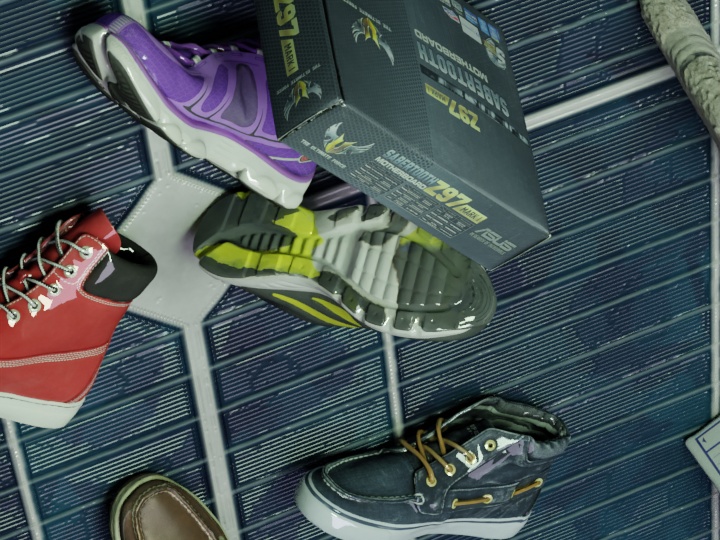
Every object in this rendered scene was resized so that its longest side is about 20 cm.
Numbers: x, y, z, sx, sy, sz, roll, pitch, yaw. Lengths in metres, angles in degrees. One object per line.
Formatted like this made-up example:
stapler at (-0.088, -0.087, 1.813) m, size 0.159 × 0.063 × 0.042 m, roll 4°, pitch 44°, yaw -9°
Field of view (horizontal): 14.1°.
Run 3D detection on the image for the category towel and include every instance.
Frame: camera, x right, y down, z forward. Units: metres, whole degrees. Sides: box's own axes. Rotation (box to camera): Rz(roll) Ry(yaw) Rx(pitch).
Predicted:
towel at (0.241, -0.083, 1.827) m, size 0.034 × 0.133 × 0.200 m, roll -32°, pitch 139°, yaw 6°

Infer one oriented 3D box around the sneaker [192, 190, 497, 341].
sneaker at (0.000, 0.000, 1.747) m, size 0.085 × 0.200 × 0.075 m, roll 38°, pitch 71°, yaw -59°

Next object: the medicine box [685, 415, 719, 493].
medicine box at (0.364, 0.154, 2.069) m, size 0.182 × 0.200 × 0.103 m, roll -37°, pitch 138°, yaw 5°

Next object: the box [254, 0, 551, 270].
box at (0.021, -0.107, 1.651) m, size 0.051 × 0.158 × 0.200 m, roll -30°, pitch 141°, yaw 28°

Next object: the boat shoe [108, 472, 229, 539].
boat shoe at (-0.093, 0.220, 1.909) m, size 0.075 × 0.075 × 0.203 m, roll -39°, pitch 118°, yaw -20°

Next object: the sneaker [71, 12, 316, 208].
sneaker at (-0.087, -0.108, 1.669) m, size 0.200 × 0.081 × 0.084 m, roll 28°, pitch 95°, yaw -52°

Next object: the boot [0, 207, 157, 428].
boot at (-0.216, 0.015, 1.696) m, size 0.200 × 0.072 × 0.144 m, roll 7°, pitch 125°, yaw -45°

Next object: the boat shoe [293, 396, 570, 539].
boat shoe at (0.049, 0.129, 1.963) m, size 0.200 × 0.071 × 0.091 m, roll 2°, pitch 127°, yaw -41°
